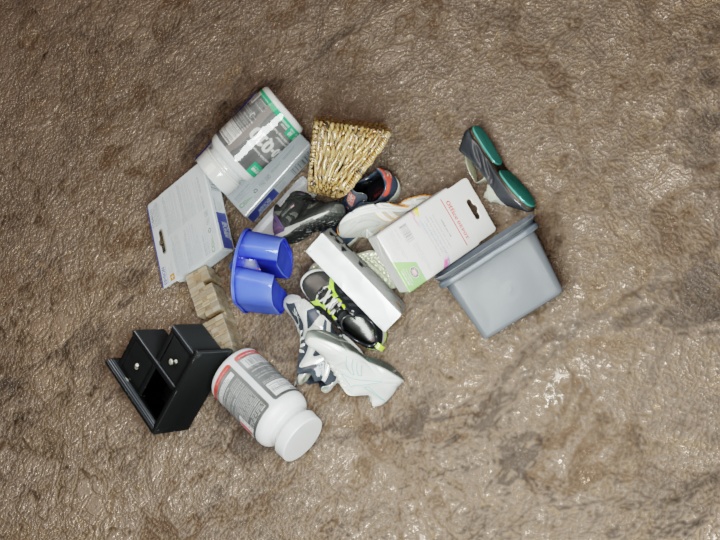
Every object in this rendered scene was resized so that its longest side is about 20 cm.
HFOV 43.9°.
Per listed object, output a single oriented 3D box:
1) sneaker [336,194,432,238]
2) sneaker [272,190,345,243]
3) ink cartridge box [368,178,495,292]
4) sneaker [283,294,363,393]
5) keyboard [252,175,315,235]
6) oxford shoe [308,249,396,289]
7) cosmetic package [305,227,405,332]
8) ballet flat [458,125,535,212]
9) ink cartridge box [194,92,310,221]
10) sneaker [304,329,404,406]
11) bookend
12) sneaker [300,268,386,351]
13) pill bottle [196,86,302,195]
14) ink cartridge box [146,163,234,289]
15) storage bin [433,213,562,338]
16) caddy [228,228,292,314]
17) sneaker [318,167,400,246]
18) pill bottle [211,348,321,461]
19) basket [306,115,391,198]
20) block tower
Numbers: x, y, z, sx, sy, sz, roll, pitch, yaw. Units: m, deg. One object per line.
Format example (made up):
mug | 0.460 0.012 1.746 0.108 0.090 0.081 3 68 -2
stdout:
sneaker | 0.056 -0.075 1.632 0.195 0.076 0.094 -12 76 -4
sneaker | -0.108 -0.115 1.691 0.198 0.075 0.090 -19 77 46
ink cartridge box | 0.128 -0.063 1.582 0.198 0.067 0.119 -33 94 -12
sneaker | -0.099 0.144 1.643 0.198 0.080 0.130 40 81 18
keyboard | -0.166 -0.101 1.795 0.200 0.011 0.056 -48 67 2
oxford shoe | 0.000 0.000 1.663 0.195 0.058 0.077 -4 96 13
cosmetic package | -0.006 0.014 1.596 0.200 0.083 0.051 46 105 -1
ballet flat | 0.241 -0.170 1.619 0.072 0.073 0.202 -35 69 8
ink cartridge box | -0.216 -0.234 1.832 0.200 0.041 0.200 -46 61 3
sneaker | -0.020 0.173 1.558 0.081 0.198 0.071 -55 17 7
bookend | -0.368 0.166 1.704 0.199 0.091 0.202 46 115 29
sneaker | -0.027 0.068 1.603 0.199 0.083 0.072 39 97 5
pill bottle | -0.217 -0.249 1.741 0.200 0.113 0.114 -43 62 5
ink cartridge box | -0.350 -0.089 1.825 0.198 0.040 0.204 -29 67 35
storage bin | 0.243 0.015 1.525 0.198 0.146 0.136 -31 91 10
caddy | -0.194 0.004 1.672 0.102 0.200 0.145 7 75 6
sneaker | -0.015 -0.119 1.693 0.200 0.084 0.075 -46 62 3
pill bottle | -0.170 0.244 1.620 0.199 0.116 0.117 39 90 28
basket | -0.024 -0.206 1.667 0.145 0.200 0.146 6 102 -5
block tower | -0.283 0.093 1.752 0.057 0.054 0.203 -27 65 13
